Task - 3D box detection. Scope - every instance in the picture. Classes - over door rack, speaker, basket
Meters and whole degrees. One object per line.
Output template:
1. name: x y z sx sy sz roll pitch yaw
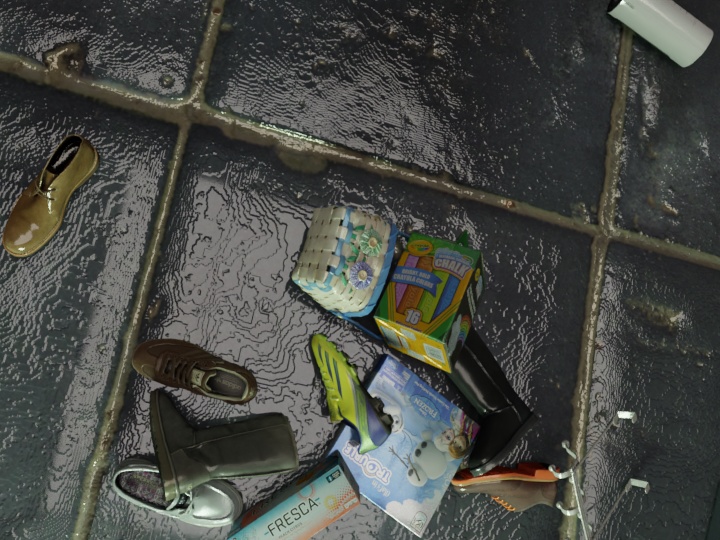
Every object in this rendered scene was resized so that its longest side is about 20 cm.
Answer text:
1. over door rack: 0.397 0.348 0.970 0.196 0.066 0.152 -24 104 -28
2. speaker: 0.592 -0.492 1.134 0.196 0.081 0.083 31 77 -7
3. basket: 0.000 0.000 0.915 0.197 0.136 0.182 27 75 -43

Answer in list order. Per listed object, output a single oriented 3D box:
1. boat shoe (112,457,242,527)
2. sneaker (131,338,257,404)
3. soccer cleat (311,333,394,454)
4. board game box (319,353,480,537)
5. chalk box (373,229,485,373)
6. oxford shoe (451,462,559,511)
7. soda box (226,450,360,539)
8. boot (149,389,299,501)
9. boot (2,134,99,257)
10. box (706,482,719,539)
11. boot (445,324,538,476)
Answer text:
1. boat shoe: -0.266 0.328 0.833 0.195 0.071 0.072 21 78 -9
2. sneaker: -0.246 0.148 0.861 0.194 0.075 0.073 17 79 -10
3. soccer cleat: -0.029 0.186 0.885 0.083 0.065 0.202 -39 66 1
4. board game box: 0.066 0.278 0.929 0.198 0.043 0.202 35 77 -5
5. chalk box: 0.121 0.030 0.908 0.121 0.126 0.204 17 66 24
6. oxford shoe: 0.240 0.361 0.943 0.193 0.071 0.075 3 85 -13
7. soda box: -0.097 0.357 0.849 0.197 0.064 0.070 -33 93 -2
8. boot: -0.205 0.239 0.854 0.194 0.074 0.184 -11 52 -26
9. boot: -0.468 -0.116 0.851 0.072 0.075 0.204 31 78 -8
10. box: 0.718 0.511 1.009 0.178 0.104 0.205 25 77 -9
11. boot: 0.175 0.197 0.920 0.163 0.066 0.203 -26 78 -40
